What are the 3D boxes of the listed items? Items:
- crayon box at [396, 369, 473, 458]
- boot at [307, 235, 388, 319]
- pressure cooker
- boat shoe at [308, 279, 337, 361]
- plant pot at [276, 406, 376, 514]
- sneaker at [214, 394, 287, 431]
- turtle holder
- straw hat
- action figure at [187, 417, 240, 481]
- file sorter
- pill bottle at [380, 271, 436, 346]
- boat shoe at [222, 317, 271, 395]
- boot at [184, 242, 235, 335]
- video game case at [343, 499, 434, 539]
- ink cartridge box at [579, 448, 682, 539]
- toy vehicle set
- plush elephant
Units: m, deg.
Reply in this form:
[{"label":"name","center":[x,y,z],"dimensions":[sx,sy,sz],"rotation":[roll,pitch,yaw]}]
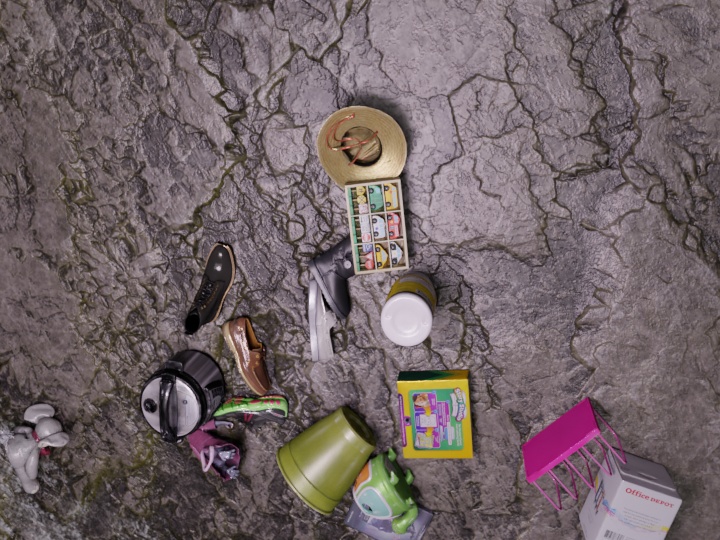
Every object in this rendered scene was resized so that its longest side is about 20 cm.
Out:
[{"label":"crayon box","center":[0.180,0.343,1.761],"dimensions":[0.168,0.058,0.205],"rotation":[-3,105,10]},{"label":"boot","center":[0.000,-0.001,1.701],"dimensions":[0.197,0.066,0.167],"rotation":[-29,106,9]},{"label":"pressure cooker","center":[-0.437,0.307,1.793],"dimensions":[0.177,0.200,0.177],"rotation":[-37,95,18]},{"label":"boat shoe","center":[-0.088,0.117,1.746],"dimensions":[0.068,0.071,0.205],"rotation":[-4,105,-5]},{"label":"plant pot","center":[-0.068,0.439,1.777],"dimensions":[0.200,0.200,0.193],"rotation":[45,97,-4]},{"label":"sneaker","center":[-0.276,0.362,1.843],"dimensions":[0.195,0.077,0.086],"rotation":[-4,101,13]},{"label":"turtle holder","center":[0.064,0.540,1.803],"dimensions":[0.130,0.142,0.186],"rotation":[-33,129,11]},{"label":"straw hat","center":[0.002,-0.276,1.602],"dimensions":[0.195,0.086,0.206],"rotation":[-1,118,-3]},{"label":"action figure","center":[-0.388,0.446,1.850],"dimensions":[0.198,0.147,0.137],"rotation":[29,103,35]},{"label":"file sorter","center":[0.488,0.424,1.685],"dimensions":[0.199,0.139,0.126],"rotation":[-42,98,18]},{"label":"pill bottle","center":[0.110,0.077,1.623],"dimensions":[0.111,0.200,0.117],"rotation":[3,106,9]},{"label":"boat shoe","center":[-0.265,0.208,1.799],"dimensions":[0.066,0.072,0.204],"rotation":[-22,98,18]},{"label":"boot","center":[-0.355,0.047,1.735],"dimensions":[0.076,0.138,0.205],"rotation":[14,107,6]},{"label":"video game case","center":[0.071,0.630,1.885],"dimensions":[0.196,0.019,0.145],"rotation":[26,109,4]},{"label":"ink cartridge box","center":[0.612,0.543,1.688],"dimensions":[0.142,0.145,0.204],"rotation":[18,109,1]},{"label":"toy vehicle set","center":[0.036,-0.097,1.618],"dimensions":[0.121,0.027,0.205],"rotation":[-7,110,1]},{"label":"plush elephant","center":[-0.848,0.450,1.950],"dimensions":[0.152,0.166,0.203],"rotation":[-22,142,-20]}]
